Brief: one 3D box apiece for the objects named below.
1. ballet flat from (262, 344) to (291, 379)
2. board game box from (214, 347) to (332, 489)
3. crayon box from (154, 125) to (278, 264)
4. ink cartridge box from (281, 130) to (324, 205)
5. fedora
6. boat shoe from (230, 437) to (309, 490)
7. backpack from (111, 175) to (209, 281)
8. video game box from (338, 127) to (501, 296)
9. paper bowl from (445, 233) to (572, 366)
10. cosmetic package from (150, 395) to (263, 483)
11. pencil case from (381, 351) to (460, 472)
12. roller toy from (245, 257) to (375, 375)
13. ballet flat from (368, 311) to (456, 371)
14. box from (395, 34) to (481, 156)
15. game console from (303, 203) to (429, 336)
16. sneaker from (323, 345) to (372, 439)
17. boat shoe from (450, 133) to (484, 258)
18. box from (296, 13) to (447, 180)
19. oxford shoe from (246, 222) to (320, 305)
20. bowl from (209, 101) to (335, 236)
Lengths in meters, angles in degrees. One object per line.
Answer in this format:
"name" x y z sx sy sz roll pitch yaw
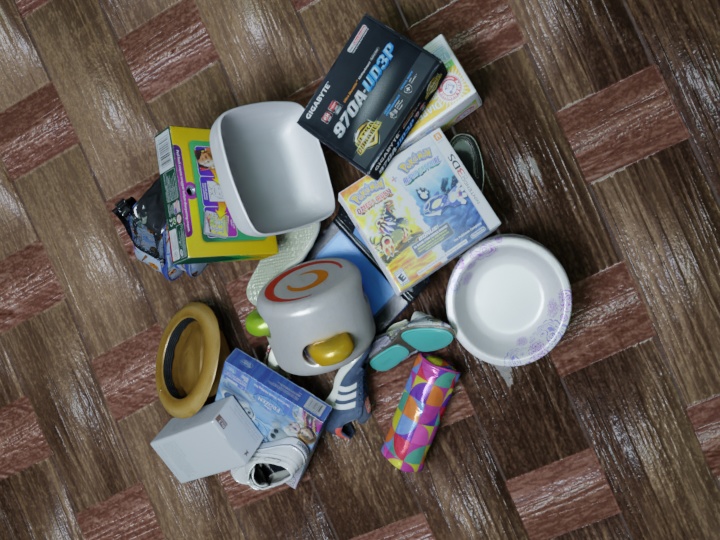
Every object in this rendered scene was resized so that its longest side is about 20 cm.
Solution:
"ballet flat" -0.157 0.184 1.305 0.074 0.064 0.205 15 99 10
"board game box" -0.165 0.263 1.280 0.197 0.043 0.202 29 130 9
"crayon box" -0.226 -0.118 1.159 0.058 0.170 0.206 -15 82 44
"ink cartridge box" -0.160 -0.138 1.274 0.197 0.067 0.118 -31 88 13
"fedora" -0.289 0.162 1.308 0.197 0.081 0.207 -12 71 38
"boat shoe" -0.168 0.346 1.263 0.197 0.066 0.073 -22 110 38
"backpack" -0.306 -0.081 1.250 0.153 0.191 0.201 39 57 4
"video game box" 0.092 -0.094 1.146 0.198 0.047 0.184 -33 81 -7
"paper bowl" 0.237 0.044 1.180 0.195 0.104 0.207 1 99 9
"cosmetic package" -0.273 0.301 1.290 0.197 0.074 0.103 -24 108 36
"pencil case" 0.102 0.242 1.245 0.087 0.088 0.205 23 101 9
"roller toy" -0.067 0.078 1.189 0.196 0.182 0.143 0 118 37
"ballet flat" 0.083 0.105 1.212 0.199 0.071 0.073 -31 87 45
"box" 0.086 -0.267 1.186 0.198 0.101 0.114 -34 82 13
"game console" 0.000 0.000 1.230 0.118 0.171 0.200 -43 85 -14
"sneaker" -0.007 0.208 1.256 0.083 0.075 0.203 30 123 8
"boat shoe" 0.164 -0.123 1.206 0.072 0.060 0.206 7 97 11
"box" 0.017 -0.267 1.124 0.158 0.046 0.202 37 96 22
"oxford shoe" -0.131 -0.023 1.277 0.075 0.057 0.202 42 110 21
"bowl" -0.147 -0.156 1.154 0.074 0.197 0.205 -14 94 44
